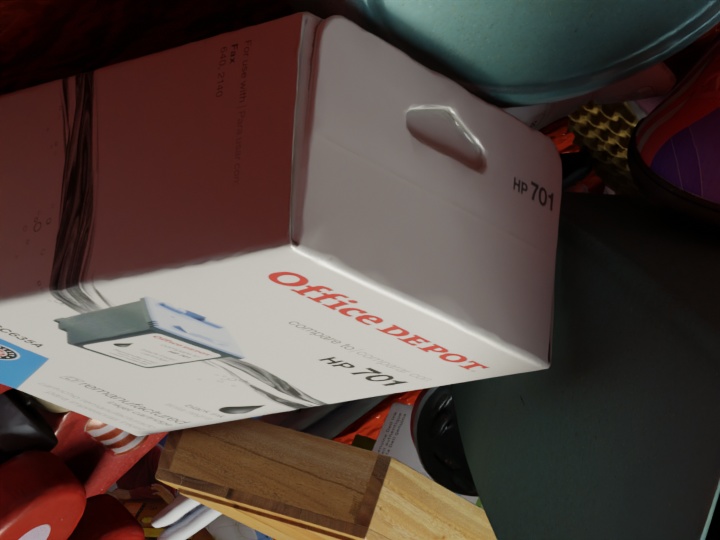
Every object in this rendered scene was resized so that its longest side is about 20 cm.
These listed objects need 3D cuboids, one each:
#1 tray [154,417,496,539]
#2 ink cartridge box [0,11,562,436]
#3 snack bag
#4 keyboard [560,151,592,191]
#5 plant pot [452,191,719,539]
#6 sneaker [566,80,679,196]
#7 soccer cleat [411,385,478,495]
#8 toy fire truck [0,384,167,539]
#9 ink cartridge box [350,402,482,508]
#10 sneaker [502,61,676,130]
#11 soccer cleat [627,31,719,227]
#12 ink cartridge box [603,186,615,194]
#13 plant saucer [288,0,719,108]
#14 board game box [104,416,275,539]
[{"bbox_3d":[0.011,0.106,1.072,0.098,0.037,0.200,13,169,31],"label":"tray"},{"bbox_3d":[-0.050,-0.010,0.923,0.199,0.086,0.146,-10,156,39],"label":"ink cartridge box"},{"bbox_3d":[0.010,0.034,1.174,0.188,0.021,0.200,-37,-177,31],"label":"snack bag"},{"bbox_3d":[0.000,0.000,1.121,0.200,0.040,0.104,-34,-175,-17],"label":"keyboard"},{"bbox_3d":[0.125,0.053,0.953,0.141,0.200,0.142,3,115,-28],"label":"plant pot"},{"bbox_3d":[0.167,-0.047,1.133,0.090,0.075,0.200,-53,126,-8],"label":"sneaker"},{"bbox_3d":[0.118,0.045,1.111,0.199,0.069,0.073,-13,-171,-1],"label":"soccer cleat"},{"bbox_3d":[-0.124,0.049,1.113,0.168,0.112,0.200,-44,159,-4],"label":"toy fire truck"},{"bbox_3d":[0.011,0.146,1.324,0.076,0.149,0.199,34,163,-37],"label":"ink cartridge box"},{"bbox_3d":[0.055,-0.065,1.006,0.114,0.075,0.200,-15,155,-5],"label":"sneaker"},{"bbox_3d":[0.152,-0.072,1.000,0.200,0.068,0.074,-43,156,-61],"label":"soccer cleat"},{"bbox_3d":[0.221,-0.012,1.273,0.199,0.085,0.145,-19,158,0],"label":"ink cartridge box"},{"bbox_3d":[0.069,-0.123,0.859,0.199,0.028,0.201,-13,140,-11],"label":"plant saucer"},{"bbox_3d":[-0.115,0.122,1.230,0.199,0.136,0.034,-6,155,-30],"label":"board game box"}]
